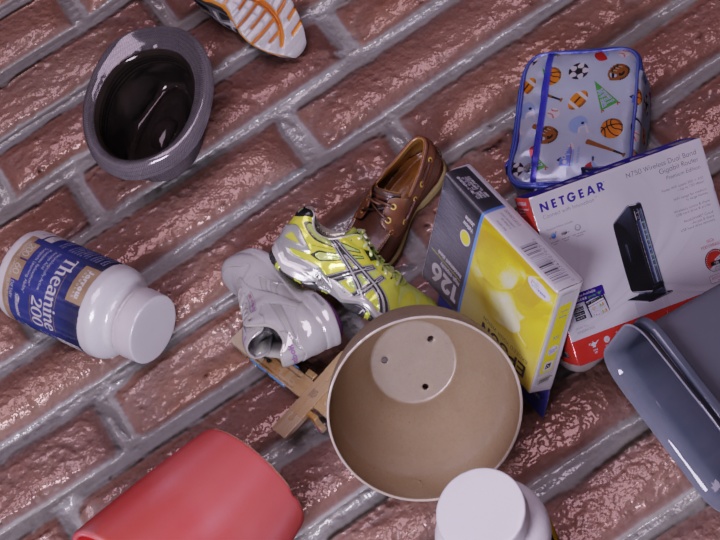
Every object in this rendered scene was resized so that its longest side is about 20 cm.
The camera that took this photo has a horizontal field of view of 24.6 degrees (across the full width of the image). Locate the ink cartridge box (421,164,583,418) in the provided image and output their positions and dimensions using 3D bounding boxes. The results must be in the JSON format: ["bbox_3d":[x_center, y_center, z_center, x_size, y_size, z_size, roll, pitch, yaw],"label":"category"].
[{"bbox_3d":[0.138,0.027,1.717,0.047,0.202,0.198,-18,48,-31],"label":"ink cartridge box"}]

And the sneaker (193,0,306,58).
[{"bbox_3d":[-0.147,-0.335,2.104,0.199,0.077,0.078,39,81,14],"label":"sneaker"}]

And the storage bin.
[{"bbox_3d":[0.357,0.116,1.631,0.134,0.146,0.201,-31,75,-18],"label":"storage bin"}]

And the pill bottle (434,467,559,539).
[{"bbox_3d":[0.134,0.267,1.572,0.111,0.201,0.114,-8,58,13],"label":"pill bottle"}]

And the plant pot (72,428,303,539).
[{"bbox_3d":[-0.164,0.273,1.682,0.199,0.201,0.177,28,61,30],"label":"plant pot"}]

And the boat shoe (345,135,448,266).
[{"bbox_3d":[0.027,-0.070,1.888,0.072,0.068,0.201,25,71,29],"label":"boat shoe"}]

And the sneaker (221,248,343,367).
[{"bbox_3d":[-0.109,0.041,1.838,0.099,0.075,0.199,-33,40,-23],"label":"sneaker"}]

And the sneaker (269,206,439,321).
[{"bbox_3d":[0.000,0.000,1.810,0.198,0.075,0.077,25,105,-2],"label":"sneaker"}]

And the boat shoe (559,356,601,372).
[{"bbox_3d":[0.249,0.001,1.758,0.074,0.093,0.202,11,64,23],"label":"boat shoe"}]

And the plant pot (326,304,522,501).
[{"bbox_3d":[0.061,0.118,1.712,0.198,0.202,0.135,-21,19,4],"label":"plant pot"}]

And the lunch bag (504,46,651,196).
[{"bbox_3d":[0.243,-0.156,1.867,0.158,0.076,0.202,1,59,21],"label":"lunch bag"}]

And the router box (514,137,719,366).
[{"bbox_3d":[0.278,-0.020,1.700,0.198,0.049,0.182,-20,97,-11],"label":"router box"}]

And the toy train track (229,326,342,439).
[{"bbox_3d":[-0.073,0.124,1.829,0.115,0.033,0.199,-46,50,-12],"label":"toy train track"}]

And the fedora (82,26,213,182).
[{"bbox_3d":[-0.250,-0.191,2.037,0.175,0.090,0.202,-8,64,15],"label":"fedora"}]

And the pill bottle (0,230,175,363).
[{"bbox_3d":[-0.315,0.035,1.910,0.198,0.111,0.112,21,68,28],"label":"pill bottle"}]
